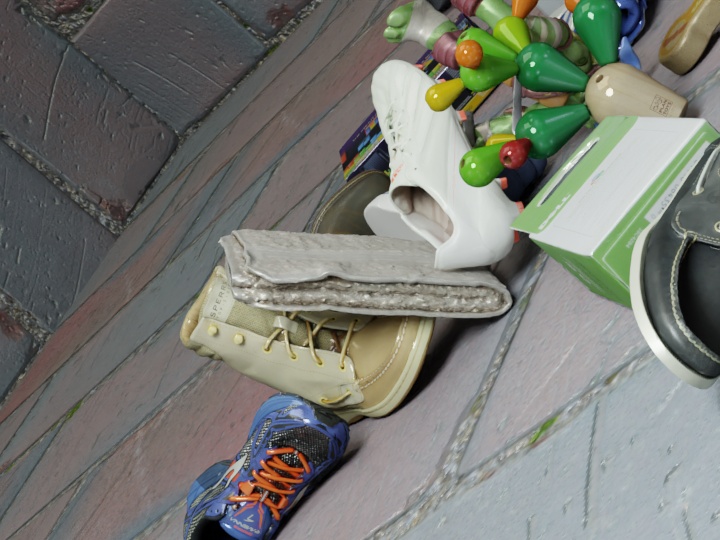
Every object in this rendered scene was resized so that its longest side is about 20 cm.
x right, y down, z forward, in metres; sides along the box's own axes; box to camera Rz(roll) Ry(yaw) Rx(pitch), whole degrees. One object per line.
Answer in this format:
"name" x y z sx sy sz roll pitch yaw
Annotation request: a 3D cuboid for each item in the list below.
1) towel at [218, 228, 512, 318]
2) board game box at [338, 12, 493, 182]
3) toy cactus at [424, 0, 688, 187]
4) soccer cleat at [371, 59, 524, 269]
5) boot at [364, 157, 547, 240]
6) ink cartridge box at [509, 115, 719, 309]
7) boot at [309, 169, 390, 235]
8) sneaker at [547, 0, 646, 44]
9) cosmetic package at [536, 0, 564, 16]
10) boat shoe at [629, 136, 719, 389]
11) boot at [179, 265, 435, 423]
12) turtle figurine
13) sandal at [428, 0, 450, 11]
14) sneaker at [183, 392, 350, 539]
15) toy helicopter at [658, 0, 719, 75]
"towel" 0.000 0.000 1.477 0.133 0.199 0.035 -120 34 -72
"board game box" 0.064 -0.164 2.089 0.200 0.057 0.165 -48 12 8
"toy cactus" 0.144 -0.139 1.396 0.200 0.165 0.102 -61 -14 -24
"soccer cleat" 0.046 -0.081 1.487 0.077 0.200 0.069 -17 -38 -20
"boot" 0.080 -0.060 1.675 0.090 0.073 0.200 -46 17 -18
"ink cartridge box" 0.166 -0.038 1.252 0.104 0.059 0.200 -50 11 -2
"boot" -0.010 -0.003 1.843 0.200 0.075 0.097 -60 25 -13
"sneaker" 0.215 -0.224 1.692 0.200 0.075 0.088 -60 25 -14
"cosmetic package" 0.229 -0.337 1.843 0.199 0.123 0.200 -45 11 23
"boat shoe" 0.191 -0.018 1.059 0.068 0.072 0.200 -45 9 42
"boot" -0.043 0.047 1.521 0.200 0.155 0.073 -30 34 64
"turtle figurine" 0.091 -0.148 1.532 0.200 0.194 0.144 -46 -22 -8
"sandal" 0.096 -0.382 2.659 0.043 0.076 0.200 -23 12 -1
"sneaker" -0.071 0.165 1.525 0.200 0.075 0.079 -51 16 41
"toy helicopter" 0.277 -0.219 1.449 0.200 0.079 0.132 -56 16 25
